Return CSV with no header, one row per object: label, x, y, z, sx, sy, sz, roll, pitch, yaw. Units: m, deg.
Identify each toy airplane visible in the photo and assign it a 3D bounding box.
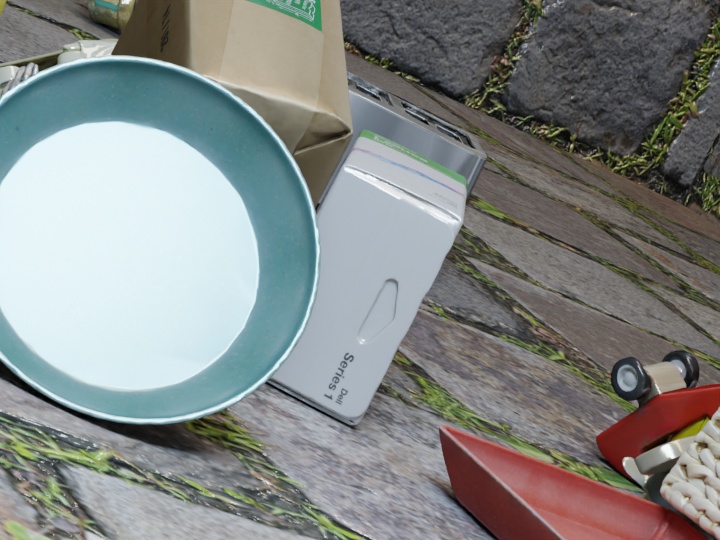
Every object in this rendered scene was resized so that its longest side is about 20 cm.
toy airplane,0.273,0.121,1.869,0.200,0.141,0.199,-6,-2,-4

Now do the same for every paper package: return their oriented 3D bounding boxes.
paper package,-0.089,-0.078,1.573,0.103,0.191,0.200,21,31,-18

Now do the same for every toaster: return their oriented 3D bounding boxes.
toaster,0.002,-0.095,2.361,0.181,0.119,0.200,26,9,-7

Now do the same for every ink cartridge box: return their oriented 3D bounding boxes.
ink cartridge box,0.000,0.000,1.719,0.084,0.145,0.200,27,9,-1

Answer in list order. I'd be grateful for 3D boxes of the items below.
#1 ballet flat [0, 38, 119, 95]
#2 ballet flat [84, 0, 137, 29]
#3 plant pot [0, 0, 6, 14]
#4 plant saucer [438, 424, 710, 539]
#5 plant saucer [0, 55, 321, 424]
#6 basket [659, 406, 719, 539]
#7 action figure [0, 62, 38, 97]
ballet flat,-0.202,-0.117,1.775,0.200,0.070,0.069,-11,2,11
ballet flat,-0.265,-0.297,2.906,0.071,0.071,0.200,26,9,-9
plant pot,-0.363,-0.224,1.810,0.201,0.201,0.189,33,25,31
plant saucer,0.156,0.171,1.571,0.199,0.037,0.200,22,10,-33
plant saucer,-0.120,-0.012,1.410,0.200,0.200,0.036,26,-24,-10
basket,0.324,0.151,1.654,0.200,0.161,0.198,40,1,-31
action figure,-0.249,-0.095,1.666,0.119,0.102,0.200,14,13,-9
